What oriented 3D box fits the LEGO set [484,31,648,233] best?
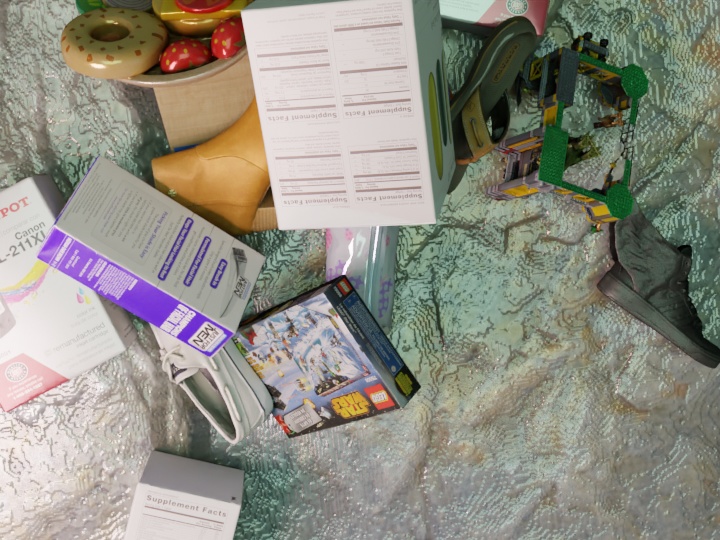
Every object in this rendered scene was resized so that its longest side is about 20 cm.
[{"bbox_3d":[0.214,-0.140,1.043,0.153,0.116,0.201,6,83,-25],"label":"LEGO set"}]

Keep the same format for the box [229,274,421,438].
[{"bbox_3d":[-0.046,0.094,0.998,0.040,0.200,0.137,-41,101,-40],"label":"box"}]

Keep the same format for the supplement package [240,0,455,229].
[{"bbox_3d":[-0.002,-0.160,0.895,0.150,0.152,0.201,-2,116,14],"label":"supplement package"}]

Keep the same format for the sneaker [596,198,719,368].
[{"bbox_3d":[0.344,0.016,1.083,0.199,0.060,0.104,35,97,-5],"label":"sneaker"}]

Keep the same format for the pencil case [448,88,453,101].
[{"bbox_3d":[0.021,-0.226,1.014,0.088,0.088,0.200,-33,97,-1],"label":"pencil case"}]

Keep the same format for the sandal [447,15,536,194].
[{"bbox_3d":[0.128,-0.158,0.989,0.055,0.082,0.200,42,114,27],"label":"sandal"}]

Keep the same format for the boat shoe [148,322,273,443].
[{"bbox_3d":[-0.176,0.094,1.026,0.072,0.066,0.200,-27,101,41],"label":"boat shoe"}]

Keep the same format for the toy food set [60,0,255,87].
[{"bbox_3d":[-0.186,-0.255,0.956,0.199,0.199,0.049,-2,142,6],"label":"toy food set"}]

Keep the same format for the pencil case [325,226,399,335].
[{"bbox_3d":[0.000,0.000,1.034,0.083,0.091,0.201,3,96,-6],"label":"pencil case"}]

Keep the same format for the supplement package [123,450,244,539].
[{"bbox_3d":[-0.200,0.313,1.042,0.113,0.110,0.201,14,96,-7],"label":"supplement package"}]

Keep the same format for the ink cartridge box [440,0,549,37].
[{"bbox_3d":[0.129,-0.351,1.007,0.145,0.085,0.201,9,97,-7],"label":"ink cartridge box"}]

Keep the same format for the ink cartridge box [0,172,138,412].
[{"bbox_3d":[-0.346,0.020,1.007,0.145,0.083,0.201,-28,99,-1],"label":"ink cartridge box"}]

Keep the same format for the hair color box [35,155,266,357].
[{"bbox_3d":[-0.204,-0.013,0.972,0.200,0.110,0.065,32,135,-14],"label":"hair color box"}]

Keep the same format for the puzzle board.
[{"bbox_3d":[-0.106,-0.171,1.007,0.199,0.017,0.151,-10,127,-1],"label":"puzzle board"}]

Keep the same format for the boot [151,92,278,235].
[{"bbox_3d":[-0.140,-0.119,0.987,0.143,0.071,0.202,-3,126,-3],"label":"boot"}]
